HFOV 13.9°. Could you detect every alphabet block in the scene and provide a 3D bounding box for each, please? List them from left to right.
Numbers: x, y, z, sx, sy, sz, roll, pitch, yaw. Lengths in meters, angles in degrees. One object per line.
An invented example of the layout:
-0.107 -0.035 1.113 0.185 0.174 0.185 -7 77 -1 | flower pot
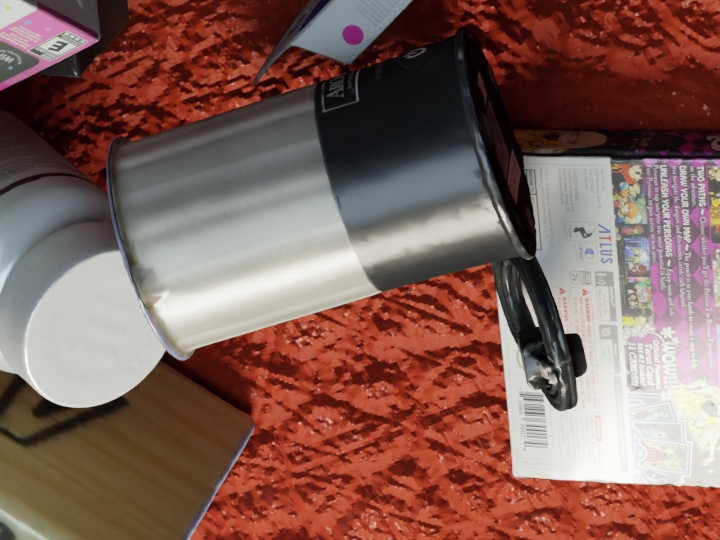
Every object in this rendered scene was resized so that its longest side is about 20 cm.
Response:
-0.206 0.140 1.647 0.200 0.197 0.196 31 120 -1 | alphabet block

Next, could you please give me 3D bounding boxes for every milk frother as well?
0.000 0.000 1.478 0.187 0.180 0.201 -16 93 12 | milk frother

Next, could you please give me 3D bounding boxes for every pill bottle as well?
-0.185 -0.013 1.553 0.200 0.109 0.110 38 133 45 | pill bottle

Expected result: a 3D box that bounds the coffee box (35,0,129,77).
-0.231 -0.173 1.554 0.199 0.080 0.113 5 119 14 | coffee box

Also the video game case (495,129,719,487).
0.162 0.022 1.563 0.180 0.036 0.201 1 117 17 | video game case

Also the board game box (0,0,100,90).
-0.251 -0.124 1.456 0.199 0.065 0.147 -22 152 29 | board game box

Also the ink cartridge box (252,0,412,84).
0.029 -0.165 1.470 0.037 0.095 0.200 43 121 -9 | ink cartridge box
